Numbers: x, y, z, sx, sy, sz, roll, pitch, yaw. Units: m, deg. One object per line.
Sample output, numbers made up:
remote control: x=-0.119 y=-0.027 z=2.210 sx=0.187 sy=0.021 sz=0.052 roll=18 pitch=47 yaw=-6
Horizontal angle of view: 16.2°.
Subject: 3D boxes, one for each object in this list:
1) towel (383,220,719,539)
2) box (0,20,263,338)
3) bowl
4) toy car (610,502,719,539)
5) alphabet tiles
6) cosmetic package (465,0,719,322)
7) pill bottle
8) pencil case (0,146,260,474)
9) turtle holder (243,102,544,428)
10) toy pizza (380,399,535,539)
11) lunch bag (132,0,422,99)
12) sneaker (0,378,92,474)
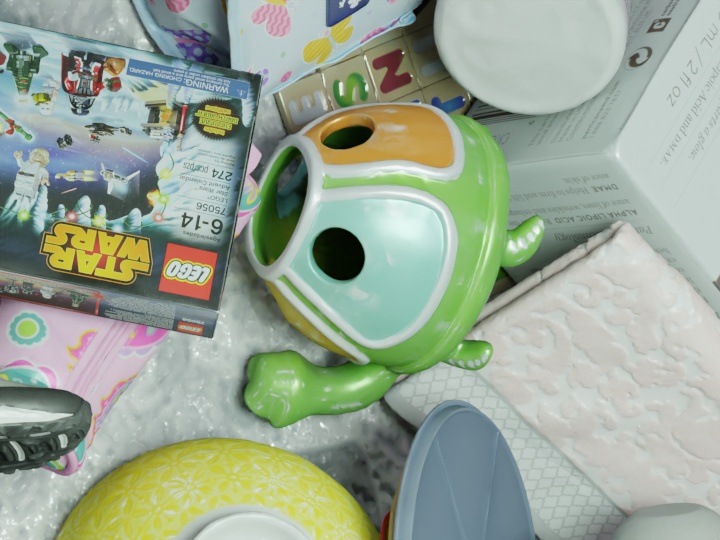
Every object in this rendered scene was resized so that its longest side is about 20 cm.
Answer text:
towel: x=0.142 y=0.083 z=1.479 sx=0.200 sy=0.190 sz=0.032 roll=44 pitch=31 yaw=-24
box: x=-0.158 y=-0.052 z=1.282 sx=0.198 sy=0.040 sz=0.138 roll=11 pitch=66 yaw=-4
bowl: x=-0.066 y=0.175 z=1.318 sx=0.198 sy=0.108 sz=0.202 roll=3 pitch=73 yaw=-11
toy car: x=0.179 y=0.230 z=1.397 sx=0.199 sy=0.149 sz=0.177 roll=-14 pitch=100 yaw=-44
alphabet tiles: x=0.034 y=-0.071 z=1.513 sx=0.166 sy=0.008 sz=0.201 roll=-25 pitch=102 yaw=-34
cosmetic package: x=0.184 y=-0.053 z=1.516 sx=0.200 sy=0.164 sz=0.165 roll=47 pitch=61 yaw=-26
pill bottle: x=0.107 y=-0.191 z=1.474 sx=0.112 sy=0.112 sz=0.201 roll=45 pitch=33 yaw=-24
pencil case: x=-0.131 y=0.007 z=1.333 sx=0.087 sy=0.087 sz=0.201 roll=46 pitch=64 yaw=-24
turtle holder: x=0.000 y=-0.011 z=1.414 sx=0.131 sy=0.186 sz=0.142 roll=12 pitch=51 yaw=-30
toy pizza: x=0.050 y=0.171 z=1.377 sx=0.200 sy=0.031 sz=0.202 roll=-6 pitch=90 yaw=-66
lunch bag: x=-0.046 y=-0.209 z=1.393 sx=0.169 sy=0.127 sz=0.201 roll=-29 pitch=107 yaw=-32
sneaker: x=-0.227 y=0.051 z=1.231 sx=0.198 sy=0.074 sz=0.080 roll=9 pitch=68 yaw=5
